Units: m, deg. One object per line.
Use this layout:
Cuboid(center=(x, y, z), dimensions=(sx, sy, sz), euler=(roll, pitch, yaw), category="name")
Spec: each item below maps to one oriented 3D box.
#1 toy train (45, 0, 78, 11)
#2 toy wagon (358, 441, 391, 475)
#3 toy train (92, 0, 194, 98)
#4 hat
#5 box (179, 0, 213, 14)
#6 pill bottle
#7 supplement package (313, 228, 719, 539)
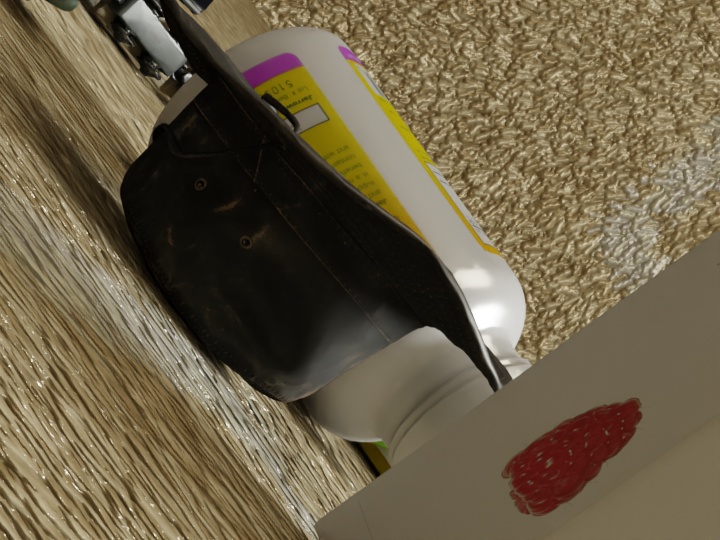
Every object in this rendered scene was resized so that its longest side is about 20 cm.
Cuboid(center=(-0.160, -0.196, 1.263), dimensions=(0.114, 0.085, 0.200), euler=(37, 14, -45), category="toy train")
Cuboid(center=(0.059, 0.124, 1.311), dimensions=(0.200, 0.040, 0.155), euler=(55, 4, 19), category="toy wagon")
Cuboid(center=(-0.117, -0.128, 1.550), dimensions=(0.046, 0.034, 0.200), euler=(39, -8, 49), category="toy train")
Cuboid(center=(-0.034, -0.007, 1.057), dimensions=(0.201, 0.081, 0.201), euler=(48, -3, 4), category="hat")
Cuboid(center=(-0.138, -0.263, 1.609), dimensions=(0.197, 0.124, 0.200), euler=(41, 2, 7), category="box")
Cuboid(center=(0.000, 0.000, 1.212), dimensions=(0.200, 0.104, 0.104), euler=(55, 4, 24), category="pill bottle")
Cuboid(center=(0.104, 0.087, 0.919), dimensions=(0.120, 0.200, 0.121), euler=(53, 3, -19), category="supplement package")
